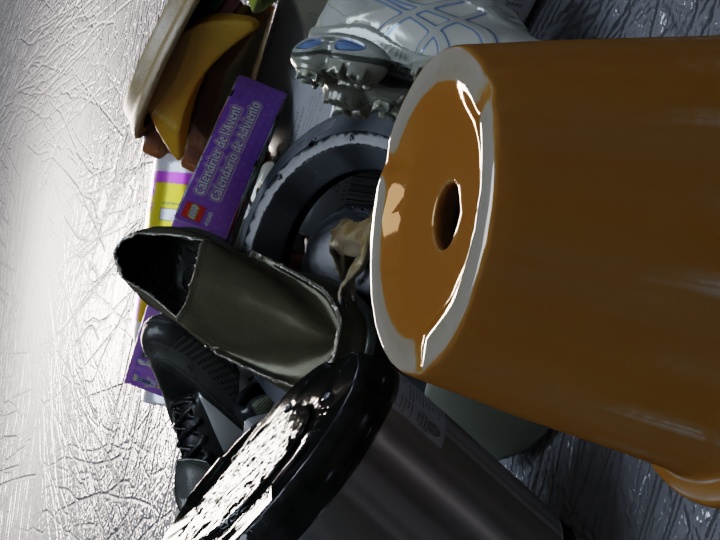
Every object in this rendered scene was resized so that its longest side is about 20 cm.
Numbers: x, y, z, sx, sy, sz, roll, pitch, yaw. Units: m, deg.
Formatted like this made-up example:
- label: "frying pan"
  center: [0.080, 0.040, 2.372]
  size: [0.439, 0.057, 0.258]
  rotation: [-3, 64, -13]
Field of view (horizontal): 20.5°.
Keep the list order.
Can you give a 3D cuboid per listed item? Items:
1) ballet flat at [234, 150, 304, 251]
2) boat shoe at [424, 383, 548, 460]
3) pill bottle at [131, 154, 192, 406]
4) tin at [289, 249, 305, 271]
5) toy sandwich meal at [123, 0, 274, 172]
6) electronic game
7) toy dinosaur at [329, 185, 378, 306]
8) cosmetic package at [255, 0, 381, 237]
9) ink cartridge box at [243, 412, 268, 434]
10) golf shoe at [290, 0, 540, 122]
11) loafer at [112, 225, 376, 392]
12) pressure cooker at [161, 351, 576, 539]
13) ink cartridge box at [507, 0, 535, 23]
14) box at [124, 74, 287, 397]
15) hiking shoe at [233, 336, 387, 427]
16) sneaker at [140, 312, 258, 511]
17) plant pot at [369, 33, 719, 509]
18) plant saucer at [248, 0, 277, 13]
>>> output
- label: "ballet flat"
  center: [-0.065, -0.086, 1.507]
  size: [0.064, 0.067, 0.200]
  rotation: [141, 134, -56]
- label: "boat shoe"
  center: [0.087, 0.016, 1.031]
  size: [0.072, 0.070, 0.201]
  rotation: [-67, -3, -48]
- label: "pill bottle"
  center: [-0.126, 0.010, 1.583]
  size: [0.104, 0.104, 0.200]
  rotation: [-178, 95, -71]
- label: "tin"
  center: [-0.061, 0.076, 1.380]
  size: [0.112, 0.042, 0.200]
  rotation: [37, 125, 24]
- label: "toy sandwich meal"
  center: [-0.100, -0.160, 1.399]
  size: [0.205, 0.070, 0.205]
  rotation: [-61, 2, 3]
- label: "electronic game"
  center: [0.000, 0.000, 1.198]
  size: [0.200, 0.042, 0.200]
  rotation: [-8, 78, 38]
- label: "toy dinosaur"
  center: [0.036, -0.034, 1.090]
  size: [0.200, 0.058, 0.101]
  rotation: [-35, 44, 37]
- label: "cosmetic package"
  center: [-0.017, -0.112, 1.364]
  size: [0.200, 0.074, 0.102]
  rotation: [-114, 36, -56]
- label: "ink cartridge box"
  center: [-0.044, 0.192, 1.216]
  size: [0.099, 0.039, 0.200]
  rotation: [49, 140, 42]
- label: "golf shoe"
  center: [0.058, -0.126, 1.050]
  size: [0.200, 0.078, 0.097]
  rotation: [13, 72, 32]
- label: "loafer"
  center: [-0.076, 0.023, 1.183]
  size: [0.200, 0.070, 0.075]
  rotation: [21, 95, 39]
- label: "pressure cooker"
  center: [0.016, 0.162, 0.969]
  size: [0.179, 0.200, 0.176]
  rotation: [-32, 19, 54]
- label: "ink cartridge box"
  center: [0.076, -0.252, 1.125]
  size: [0.200, 0.085, 0.145]
  rotation: [115, 155, -44]
- label: "box"
  center: [-0.109, -0.020, 1.374]
  size: [0.200, 0.039, 0.137]
  rotation: [114, 176, -51]
- label: "hiking shoe"
  center: [-0.038, 0.111, 1.285]
  size: [0.076, 0.101, 0.200]
  rotation: [-176, 95, -74]
- label: "sneaker"
  center: [-0.092, 0.121, 1.311]
  size: [0.066, 0.200, 0.091]
  rotation: [-9, 30, 41]
- label: "plant pot"
  center: [0.109, -0.010, 0.772]
  size: [0.200, 0.183, 0.201]
  rotation: [-172, 90, -72]
- label: "plant saucer"
  center: [-0.003, -0.281, 1.231]
  size: [0.200, 0.048, 0.200]
  rotation: [-44, -14, -40]
